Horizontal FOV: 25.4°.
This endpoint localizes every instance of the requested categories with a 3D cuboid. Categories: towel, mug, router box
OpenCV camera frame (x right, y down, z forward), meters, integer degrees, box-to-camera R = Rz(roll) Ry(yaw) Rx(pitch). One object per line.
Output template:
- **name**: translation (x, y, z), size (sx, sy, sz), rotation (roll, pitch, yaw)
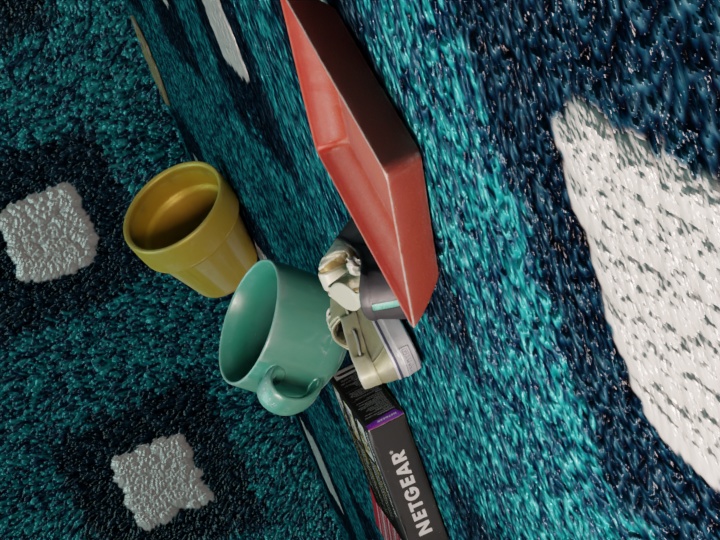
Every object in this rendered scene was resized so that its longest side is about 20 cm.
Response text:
- **towel**: translation (0.066, 0.410, 2.348), size (0.145, 0.022, 0.200), rotation (80, 163, -54)
- **mug**: translation (-0.085, 0.090, 1.869), size (0.152, 0.114, 0.186), rotation (-20, 56, 59)
- **router box**: translation (0.034, 0.223, 1.872), size (0.149, 0.051, 0.200), rotation (-130, 18, -61)

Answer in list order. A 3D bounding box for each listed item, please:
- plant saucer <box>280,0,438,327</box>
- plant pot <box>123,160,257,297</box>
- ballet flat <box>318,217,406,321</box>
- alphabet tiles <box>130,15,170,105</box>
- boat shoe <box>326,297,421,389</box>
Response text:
- **plant saucer**: translation (0.005, -0.088, 1.189), size (0.200, 0.037, 0.200), rotation (77, 168, -56)
- **plant pot**: translation (-0.281, -0.058, 2.789), size (0.189, 0.201, 0.201), rotation (52, -175, -44)
- **ballet flat**: translation (0.000, 0.000, 1.369), size (0.200, 0.073, 0.073), rotation (-133, 21, -70)
- **alphabet tiles**: translation (-0.457, -0.455, 3.465), size (0.200, 0.006, 0.167), rotation (78, 166, -57)
- **boat shoe**: translation (-0.002, 0.045, 1.539), size (0.200, 0.062, 0.072), rotation (-124, 13, -60)
